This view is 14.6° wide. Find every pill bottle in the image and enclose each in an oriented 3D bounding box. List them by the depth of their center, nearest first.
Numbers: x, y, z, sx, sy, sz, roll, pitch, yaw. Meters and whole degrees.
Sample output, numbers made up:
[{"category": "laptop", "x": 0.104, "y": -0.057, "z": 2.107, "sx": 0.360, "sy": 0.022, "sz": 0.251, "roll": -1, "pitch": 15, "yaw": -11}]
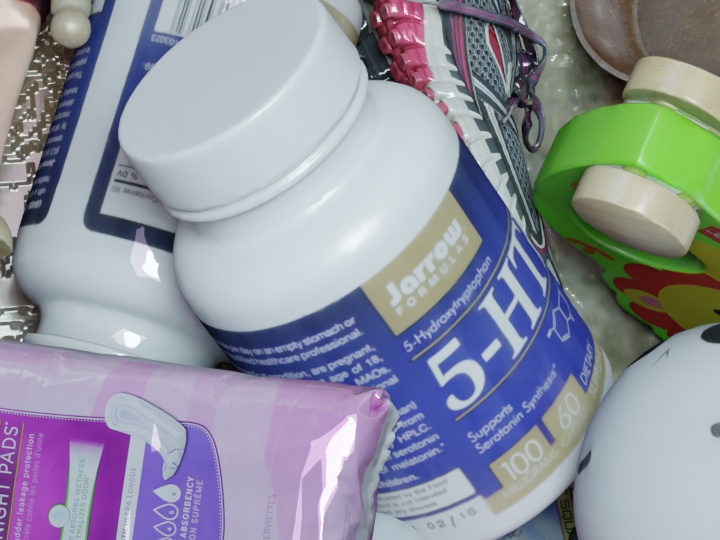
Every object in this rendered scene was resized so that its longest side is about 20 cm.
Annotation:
[{"category": "pill bottle", "x": 0.000, "y": 0.000, "z": 1.055, "sx": 0.120, "sy": 0.120, "sz": 0.200, "roll": -44, "pitch": 121, "yaw": -13}, {"category": "pill bottle", "x": -0.077, "y": -0.029, "z": 1.140, "sx": 0.110, "sy": 0.111, "sz": 0.201, "roll": 18, "pitch": 79, "yaw": -5}]

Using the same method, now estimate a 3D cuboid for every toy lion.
[{"category": "toy lion", "x": 0.154, "y": 0.002, "z": 1.124, "sx": 0.199, "sy": 0.192, "sz": 0.069, "roll": 29, "pitch": 76, "yaw": -13}]

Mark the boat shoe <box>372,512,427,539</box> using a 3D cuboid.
[{"category": "boat shoe", "x": -0.063, "y": 0.150, "z": 1.058, "sx": 0.199, "sy": 0.066, "sz": 0.072, "roll": -25, "pitch": 74, "yaw": -6}]

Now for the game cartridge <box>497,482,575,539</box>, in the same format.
[{"category": "game cartridge", "x": 0.045, "y": 0.109, "z": 1.149, "sx": 0.132, "sy": 0.042, "sz": 0.201, "roll": -9, "pitch": 67, "yaw": -6}]

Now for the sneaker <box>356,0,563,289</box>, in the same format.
[{"category": "sneaker", "x": 0.047, "y": -0.071, "z": 1.172, "sx": 0.074, "sy": 0.081, "sz": 0.201, "roll": -10, "pitch": 73, "yaw": -26}]

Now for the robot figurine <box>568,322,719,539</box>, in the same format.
[{"category": "robot figurine", "x": 0.168, "y": 0.096, "z": 1.045, "sx": 0.199, "sy": 0.125, "sz": 0.151, "roll": 28, "pitch": 104, "yaw": -36}]

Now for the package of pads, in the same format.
[{"category": "package of pads", "x": -0.089, "y": 0.090, "z": 0.996, "sx": 0.199, "sy": 0.076, "sz": 0.121, "roll": 7, "pitch": 81, "yaw": 10}]

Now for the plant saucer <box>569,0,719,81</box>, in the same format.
[{"category": "plant saucer", "x": 0.180, "y": -0.144, "z": 1.176, "sx": 0.201, "sy": 0.200, "sz": 0.035, "roll": -51, "pitch": 127, "yaw": -12}]

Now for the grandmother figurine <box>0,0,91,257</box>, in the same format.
[{"category": "grandmother figurine", "x": -0.153, "y": -0.103, "z": 1.156, "sx": 0.121, "sy": 0.061, "sz": 0.201, "roll": 5, "pitch": 65, "yaw": 25}]
